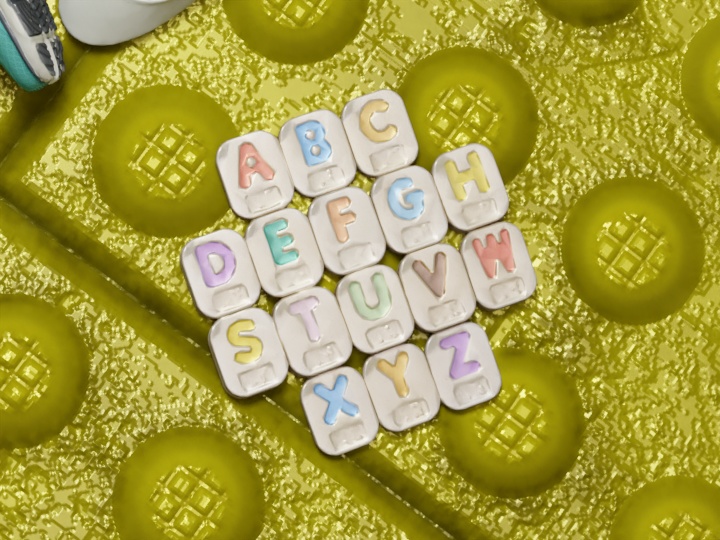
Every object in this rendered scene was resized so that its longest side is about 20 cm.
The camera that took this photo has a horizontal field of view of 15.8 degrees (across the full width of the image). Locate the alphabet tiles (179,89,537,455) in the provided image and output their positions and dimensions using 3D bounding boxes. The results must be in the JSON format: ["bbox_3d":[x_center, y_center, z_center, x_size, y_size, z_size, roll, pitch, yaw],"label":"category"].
[{"bbox_3d":[0.000,0.000,1.531,0.199,0.015,0.197,-19,89,-10],"label":"alphabet tiles"}]

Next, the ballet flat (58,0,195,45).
[{"bbox_3d":[-0.088,-0.201,1.506,0.199,0.069,0.070,-32,91,-10],"label":"ballet flat"}]

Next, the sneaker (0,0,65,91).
[{"bbox_3d":[-0.247,-0.174,1.484,0.080,0.078,0.200,-44,89,9],"label":"sneaker"}]
